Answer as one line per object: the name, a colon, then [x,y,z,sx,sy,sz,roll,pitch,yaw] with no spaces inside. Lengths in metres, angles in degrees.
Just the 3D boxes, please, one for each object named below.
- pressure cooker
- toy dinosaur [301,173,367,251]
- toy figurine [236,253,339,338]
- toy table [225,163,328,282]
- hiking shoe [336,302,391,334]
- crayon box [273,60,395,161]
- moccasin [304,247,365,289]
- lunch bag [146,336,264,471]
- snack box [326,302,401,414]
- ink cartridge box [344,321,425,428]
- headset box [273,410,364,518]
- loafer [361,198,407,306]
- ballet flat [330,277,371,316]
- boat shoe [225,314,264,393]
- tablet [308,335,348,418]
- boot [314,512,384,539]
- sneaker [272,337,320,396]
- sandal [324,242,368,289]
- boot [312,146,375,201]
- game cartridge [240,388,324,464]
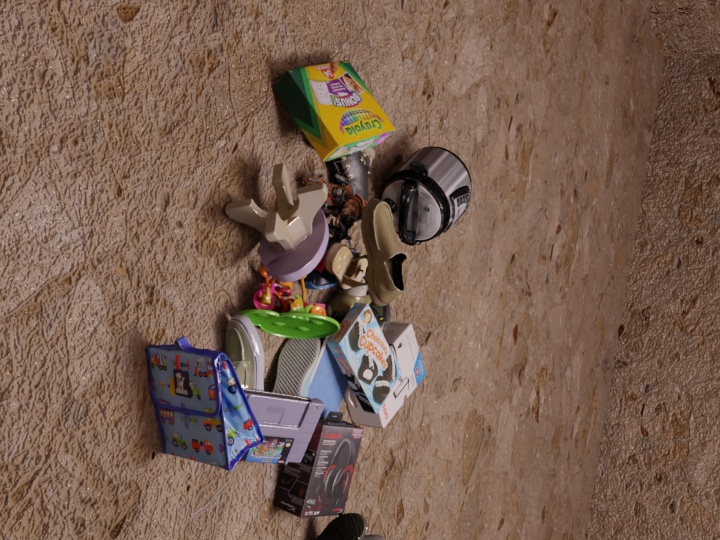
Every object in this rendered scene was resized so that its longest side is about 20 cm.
pressure cooker: [0.138,-0.161,1.838,0.177,0.178,0.200,55,45,-11]
toy dinosaur: [-0.032,-0.107,1.595,0.102,0.199,0.137,-20,144,-56]
toy figurine: [-0.132,0.014,1.523,0.198,0.150,0.186,13,66,-31]
toy table: [-0.134,-0.090,1.450,0.201,0.182,0.118,-106,176,-47]
hiking shoe: [0.000,0.108,1.735,0.201,0.075,0.101,-54,138,-37]
crayon box: [-0.045,-0.310,1.575,0.173,0.058,0.199,55,38,6]
moccasin: [-0.038,-0.013,1.668,0.199,0.080,0.069,-20,105,-55]
lunch bag: [-0.254,0.195,1.298,0.094,0.149,0.202,-35,121,-49]
snack box: [0.011,0.177,1.652,0.116,0.037,0.201,-54,132,-36]
ink cartridge box: [0.050,0.228,1.812,0.200,0.084,0.147,-46,128,-44]
headset box: [-0.077,0.376,1.626,0.148,0.074,0.202,21,82,-55]
loafer: [0.050,-0.037,1.529,0.076,0.067,0.202,2,80,-54]
ballet flat: [0.006,0.038,1.726,0.199,0.070,0.072,-20,109,-51]
boat shoe: [-0.209,0.179,1.438,0.062,0.071,0.202,-22,112,-47]
tablet: [-0.063,0.223,1.650,0.130,0.014,0.202,14,99,-52]
boot: [-0.006,0.568,1.709,0.199,0.181,0.073,27,33,-46]
sneaker: [-0.128,0.210,1.578,0.082,0.073,0.201,94,14,-58]
sandal: [-0.003,0.005,1.556,0.078,0.069,0.212,-62,160,-3]
boot: [-0.035,-0.191,1.664,0.199,0.072,0.153,12,79,-62]
game cartridge: [-0.168,0.278,1.453,0.199,0.038,0.131,14,100,-37]
